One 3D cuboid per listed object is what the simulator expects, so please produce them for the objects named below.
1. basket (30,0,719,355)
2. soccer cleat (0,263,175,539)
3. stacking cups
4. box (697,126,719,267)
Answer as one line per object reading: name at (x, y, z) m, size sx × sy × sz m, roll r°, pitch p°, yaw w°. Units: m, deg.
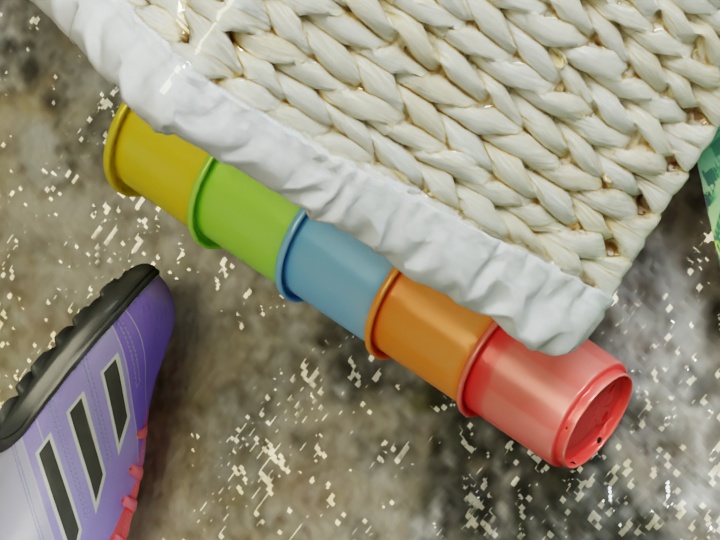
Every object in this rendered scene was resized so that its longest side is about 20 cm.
basket at (0.006, -0.112, 0.837) m, size 0.161 × 0.200 × 0.198 m, roll -52°, pitch 43°, yaw 9°
soccer cleat at (-0.108, 0.093, 0.982) m, size 0.073 × 0.068 × 0.201 m, roll 31°, pitch 96°, yaw 4°
stacking cups at (0.000, 0.000, 0.926) m, size 0.200 × 0.060 × 0.061 m, roll 37°, pitch 102°, yaw 27°
box at (0.183, -0.054, 0.811) m, size 0.200 × 0.036 × 0.145 m, roll -24°, pitch 72°, yaw 45°
